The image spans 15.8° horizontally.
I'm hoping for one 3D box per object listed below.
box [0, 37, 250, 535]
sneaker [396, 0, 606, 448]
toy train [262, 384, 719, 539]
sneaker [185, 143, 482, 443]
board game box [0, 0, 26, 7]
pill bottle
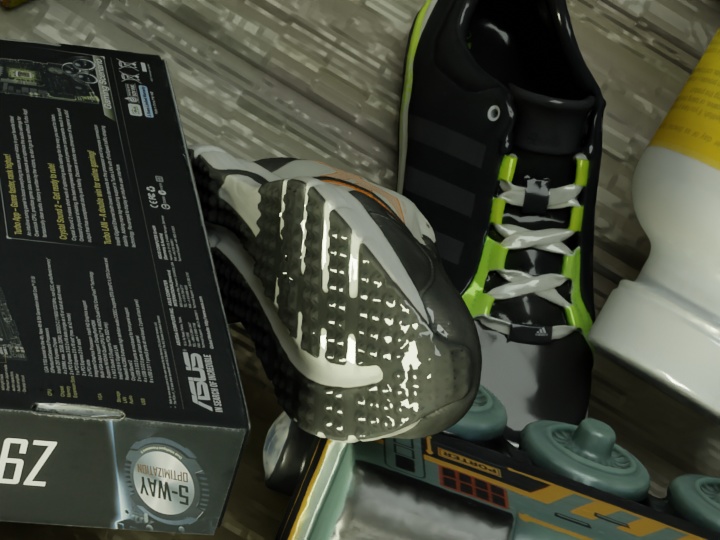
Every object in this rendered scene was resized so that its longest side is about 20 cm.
[{"bbox_3d":[-0.128,-0.006,0.797,0.160,0.044,0.200,5,36,-18],"label":"box"},{"bbox_3d":[0.048,-0.030,0.899,0.072,0.083,0.200,3,64,-18],"label":"sneaker"},{"bbox_3d":[0.063,0.097,0.817,0.200,0.085,0.114,21,17,-7],"label":"toy train"},{"bbox_3d":[0.000,0.000,0.815,0.080,0.200,0.074,2,106,-22],"label":"sneaker"},{"bbox_3d":[-0.086,-0.209,0.957,0.200,0.057,0.165,-29,78,-29],"label":"board game box"},{"bbox_3d":[0.161,-0.042,0.870,0.112,0.112,0.200,32,88,-2],"label":"pill bottle"}]
